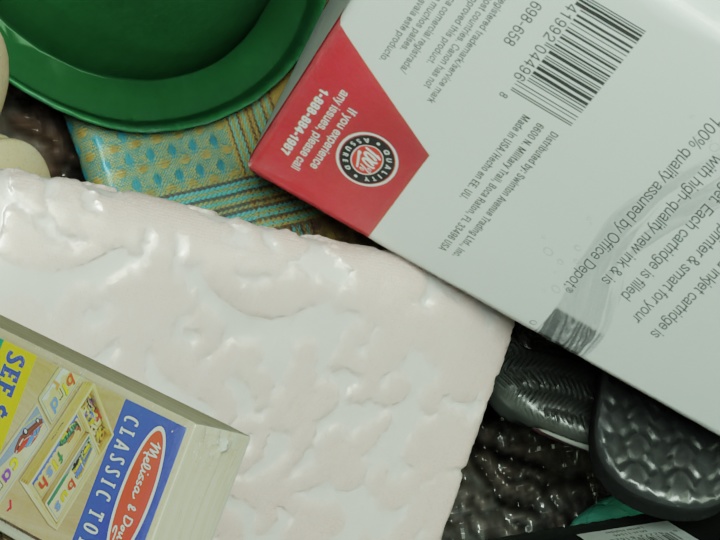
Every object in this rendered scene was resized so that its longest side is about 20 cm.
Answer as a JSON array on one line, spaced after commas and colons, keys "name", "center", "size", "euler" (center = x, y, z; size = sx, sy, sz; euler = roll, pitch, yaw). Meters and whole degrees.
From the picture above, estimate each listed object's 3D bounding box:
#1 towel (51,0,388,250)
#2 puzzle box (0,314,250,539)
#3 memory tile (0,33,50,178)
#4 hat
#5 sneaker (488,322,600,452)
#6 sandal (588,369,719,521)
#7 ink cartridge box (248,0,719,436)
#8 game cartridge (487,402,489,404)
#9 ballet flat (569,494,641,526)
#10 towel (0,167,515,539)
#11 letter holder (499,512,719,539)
[{"name": "towel", "center": [-0.042, -0.080, 0.761], "size": [0.146, 0.022, 0.201], "euler": [-13, 81, -35]}, {"name": "puzzle box", "center": [-0.117, 0.111, 0.592], "size": [0.025, 0.133, 0.201], "euler": [20, 91, -55]}, {"name": "memory tile", "center": [-0.143, 0.002, 0.629], "size": [0.153, 0.017, 0.201], "euler": [-49, 145, -28]}, {"name": "hat", "center": [-0.036, -0.139, 0.661], "size": [0.165, 0.176, 0.202], "euler": [1, 73, -33]}, {"name": "sneaker", "center": [0.120, 0.057, 0.861], "size": [0.199, 0.116, 0.076], "euler": [1, 61, -24]}, {"name": "sandal", "center": [0.118, -0.002, 0.801], "size": [0.075, 0.045, 0.201], "euler": [16, 65, 3]}, {"name": "ink cartridge box", "center": [0.089, -0.048, 0.688], "size": [0.199, 0.144, 0.084], "euler": [30, 48, -7]}, {"name": "game cartridge", "center": [0.000, 0.000, 0.808], "size": [0.200, 0.041, 0.134], "euler": [-40, 113, -36]}, {"name": "ballet flat", "center": [0.102, 0.180, 0.849], "size": [0.070, 0.067, 0.202], "euler": [8, 73, -40]}, {"name": "towel", "center": [-0.057, 0.075, 0.706], "size": [0.199, 0.032, 0.192], "euler": [11, 102, -38]}, {"name": "letter holder", "center": [0.124, 0.164, 0.763], "size": [0.199, 0.100, 0.143], "euler": [-5, 108, -30]}]
